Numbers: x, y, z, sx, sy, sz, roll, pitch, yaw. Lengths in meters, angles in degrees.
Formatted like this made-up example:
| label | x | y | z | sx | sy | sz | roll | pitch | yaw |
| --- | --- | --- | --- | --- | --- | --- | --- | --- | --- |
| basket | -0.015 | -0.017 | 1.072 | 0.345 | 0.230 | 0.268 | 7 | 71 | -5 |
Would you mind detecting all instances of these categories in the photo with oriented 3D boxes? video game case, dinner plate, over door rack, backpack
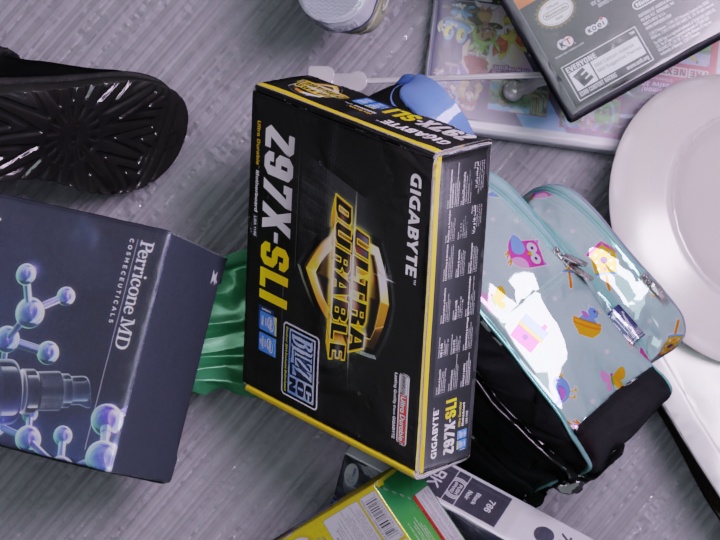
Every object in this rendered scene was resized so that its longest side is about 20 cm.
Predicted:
| label | x | y | z | sx | sy | sz | roll | pitch | yaw |
| --- | --- | --- | --- | --- | --- | --- | --- | --- | --- |
| video game case | 0.147 | -0.171 | 1.475 | 0.200 | 0.023 | 0.182 | 8 | 85 | -5 |
| dinner plate | 0.253 | -0.035 | 1.437 | 0.200 | 0.024 | 0.200 | 7 | 73 | -23 |
| over door rack | 0.071 | -0.187 | 1.431 | 0.200 | 0.067 | 0.148 | 1 | 84 | 8 |
| backpack | 0.089 | 0.029 | 1.381 | 0.200 | 0.176 | 0.153 | 45 | 69 | -2 |
| video game case | 0.172 | -0.218 | 1.375 | 0.200 | 0.026 | 0.181 | -29 | 84 | 1 |

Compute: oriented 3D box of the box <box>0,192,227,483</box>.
| label | x | y | z | sx | sy | sz | roll | pitch | yaw |
| --- | --- | --- | --- | --- | --- | --- | --- | --- | --- |
| box | -0.205 | 0.035 | 1.362 | 0.200 | 0.107 | 0.149 | 12 | 85 | 16 |

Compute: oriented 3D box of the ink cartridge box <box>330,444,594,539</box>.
| label | x | y | z | sx | sy | sz | roll | pitch | yaw |
| --- | --- | --- | --- | --- | --- | --- | --- | --- | --- |
| ink cartridge box | 0.075 | 0.178 | 1.384 | 0.200 | 0.099 | 0.039 | 26 | 46 | 12 |

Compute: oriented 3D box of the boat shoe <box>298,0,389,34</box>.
| label | x | y | z | sx | sy | sz | roll | pitch | yaw |
| --- | --- | --- | --- | --- | --- | --- | --- | --- | --- |
| boat shoe | 0.001 | -0.244 | 1.380 | 0.072 | 0.062 | 0.200 | 12 | 88 | 16 |

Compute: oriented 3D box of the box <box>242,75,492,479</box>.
| label | x | y | z | sx | sy | sz | roll | pitch | yaw |
| --- | --- | --- | --- | --- | --- | --- | --- | --- | --- |
| box | 0.000 | 0.000 | 1.302 | 0.049 | 0.160 | 0.200 | -15 | 118 | -38 |

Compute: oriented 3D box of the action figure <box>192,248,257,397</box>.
| label | x | y | z | sx | sy | sz | roll | pitch | yaw |
| --- | --- | --- | --- | --- | --- | --- | --- | --- | --- |
| action figure | -0.110 | 0.038 | 1.424 | 0.200 | 0.055 | 0.118 | -9 | 88 | 2 |

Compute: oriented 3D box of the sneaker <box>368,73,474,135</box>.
| label | x | y | z | sx | sy | sz | roll | pitch | yaw |
| --- | --- | --- | --- | --- | --- | --- | --- | --- | --- |
| sneaker | 0.001 | -0.069 | 1.366 | 0.078 | 0.200 | 0.070 | -39 | 101 | -19 |

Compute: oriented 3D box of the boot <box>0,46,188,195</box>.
| label | x | y | z | sx | sy | sz | roll | pitch | yaw |
| --- | --- | --- | --- | --- | --- | --- | --- | --- | --- |
| boot | -0.227 | -0.120 | 1.411 | 0.158 | 0.211 | 0.079 | 37 | 113 | 38 |

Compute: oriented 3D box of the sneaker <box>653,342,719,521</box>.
| label | x | y | z | sx | sy | sz | roll | pitch | yaw |
| --- | --- | --- | --- | --- | --- | --- | --- | --- | --- |
| sneaker | 0.246 | 0.100 | 1.436 | 0.085 | 0.073 | 0.200 | -28 | 87 | -3 |

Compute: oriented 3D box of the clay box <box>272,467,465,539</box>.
| label | x | y | z | sx | sy | sz | roll | pitch | yaw |
| --- | --- | --- | --- | --- | --- | --- | --- | --- | --- |
| clay box | -0.014 | 0.209 | 1.381 | 0.115 | 0.200 | 0.048 | 56 | 39 | 1 |
